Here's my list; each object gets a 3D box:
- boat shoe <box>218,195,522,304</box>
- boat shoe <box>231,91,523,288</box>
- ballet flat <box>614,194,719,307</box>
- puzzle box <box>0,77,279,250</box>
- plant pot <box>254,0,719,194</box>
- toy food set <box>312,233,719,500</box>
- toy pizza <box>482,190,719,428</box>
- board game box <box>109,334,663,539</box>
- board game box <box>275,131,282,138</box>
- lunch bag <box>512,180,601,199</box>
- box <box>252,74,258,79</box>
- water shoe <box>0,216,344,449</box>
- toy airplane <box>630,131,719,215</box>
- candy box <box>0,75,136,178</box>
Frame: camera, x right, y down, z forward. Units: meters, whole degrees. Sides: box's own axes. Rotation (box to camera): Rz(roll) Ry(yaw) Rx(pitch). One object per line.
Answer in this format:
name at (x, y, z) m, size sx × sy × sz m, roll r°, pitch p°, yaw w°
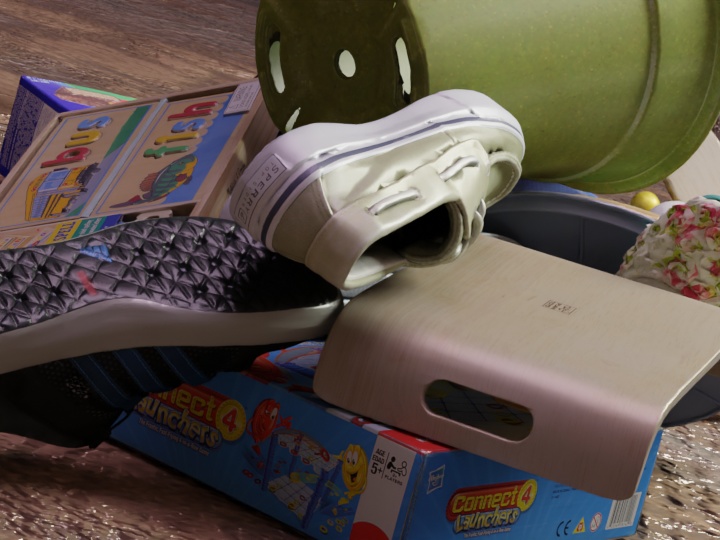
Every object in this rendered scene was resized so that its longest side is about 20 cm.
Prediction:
boat shoe at (0.000, 0.000, 1.107) m, size 0.199 × 0.073 × 0.062 m, roll 15°, pitch -11°, yaw -43°
boat shoe at (0.019, -0.028, 0.979) m, size 0.062 × 0.072 × 0.200 m, roll 46°, pitch 30°, yaw 17°
ballet flat at (0.141, 0.039, 1.135) m, size 0.075 × 0.200 × 0.064 m, roll 35°, pitch 56°, yaw 7°
puzzle box at (-0.121, -0.038, 1.131) m, size 0.132 × 0.026 × 0.200 m, roll -9°, pitch 25°, yaw 16°
plant pot at (0.053, -0.118, 1.147) m, size 0.189 × 0.201 × 0.199 m, roll -18°, pitch 29°, yaw -40°
toy food set at (0.082, 0.044, 1.004) m, size 0.143 × 0.061 × 0.200 m, roll 18°, pitch 19°, yaw 19°
toy pizza at (0.120, 0.017, 1.210) m, size 0.199 × 0.032 × 0.201 m, roll 15°, pitch -34°, yaw 10°
board game box at (0.004, 0.070, 1.044) m, size 0.195 × 0.056 × 0.199 m, roll 22°, pitch 13°, yaw 34°
board game box at (-0.102, -0.035, 1.179) m, size 0.134 × 0.028 × 0.200 m, roll -9°, pitch 24°, yaw 15°
lunch bag at (0.057, -0.016, 1.376) m, size 0.136 × 0.133 × 0.200 m, roll 30°, pitch 1°, yaw -35°
box at (-0.047, -0.042, 1.317) m, size 0.200 × 0.160 × 0.044 m, roll 28°, pitch -24°, yaw 55°
water shoe at (-0.105, 0.029, 0.947) m, size 0.199 × 0.079 × 0.072 m, roll -5°, pitch 41°, yaw -25°
toy airplane at (0.219, -0.018, 1.413) m, size 0.199 × 0.200 × 0.141 m, roll 20°, pitch 2°, yaw 23°
candy box at (-0.130, -0.062, 1.506) m, size 0.168 × 0.078 × 0.200 m, roll 9°, pitch 13°, yaw -28°
